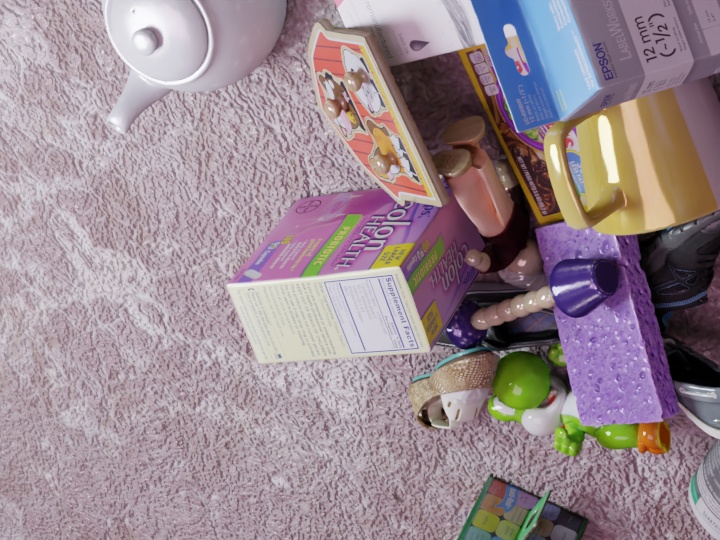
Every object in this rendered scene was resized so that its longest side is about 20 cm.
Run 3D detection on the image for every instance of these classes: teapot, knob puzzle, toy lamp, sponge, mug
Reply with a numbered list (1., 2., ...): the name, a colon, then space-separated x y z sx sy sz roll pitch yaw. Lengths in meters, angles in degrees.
1. teapot: -0.174 -0.252 1.640 0.197 0.146 0.201 -6 117 30
2. knob puzzle: -0.004 -0.145 1.625 0.220 0.030 0.220 51 163 22
3. toy lamp: 0.163 0.029 1.627 0.200 0.058 0.058 -19 112 49
4. sponge: 0.232 0.047 1.621 0.111 0.030 0.201 -13 91 53
5. mug: 0.250 -0.123 1.495 0.149 0.187 0.154 -13 106 21

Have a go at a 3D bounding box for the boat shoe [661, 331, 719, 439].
1. boat shoe: 0.300 0.087 1.632 0.200 0.073 0.062 38 152 46

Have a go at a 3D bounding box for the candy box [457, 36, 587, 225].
1. candy box: 0.175 -0.142 1.612 0.102 0.026 0.201 -16 113 31

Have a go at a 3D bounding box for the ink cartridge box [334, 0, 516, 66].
1. ink cartridge box: 0.075 -0.277 1.535 0.199 0.083 0.147 -10 116 32

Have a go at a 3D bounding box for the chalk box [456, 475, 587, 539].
1. chalk box: 0.162 0.321 1.866 0.123 0.125 0.201 23 128 12

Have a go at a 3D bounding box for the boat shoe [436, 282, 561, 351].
1. boat shoe: 0.139 0.051 1.739 0.199 0.057 0.069 -10 116 32

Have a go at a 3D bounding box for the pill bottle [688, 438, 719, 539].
1. pill bottle: 0.406 0.172 1.647 0.113 0.113 0.200 28 130 8

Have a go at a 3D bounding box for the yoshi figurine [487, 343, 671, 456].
1. yoshi figurine: 0.214 0.128 1.729 0.199 0.112 0.113 2 106 29

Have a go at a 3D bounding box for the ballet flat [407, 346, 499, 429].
1. ballet flat: 0.100 0.127 1.756 0.070 0.066 0.200 -6 168 -12

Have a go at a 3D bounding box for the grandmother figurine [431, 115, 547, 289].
1. grandmother figurine: 0.132 -0.049 1.642 0.060 0.122 0.200 11 150 41

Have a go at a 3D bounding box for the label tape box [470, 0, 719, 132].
1. label tape box: 0.204 -0.215 1.420 0.066 0.199 0.144 103 149 -77

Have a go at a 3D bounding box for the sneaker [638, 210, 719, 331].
1. sneaker: 0.309 -0.015 1.605 0.082 0.073 0.200 38 141 -5

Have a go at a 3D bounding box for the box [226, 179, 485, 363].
1. box: 0.000 0.000 1.699 0.199 0.176 0.097 -5 119 30
